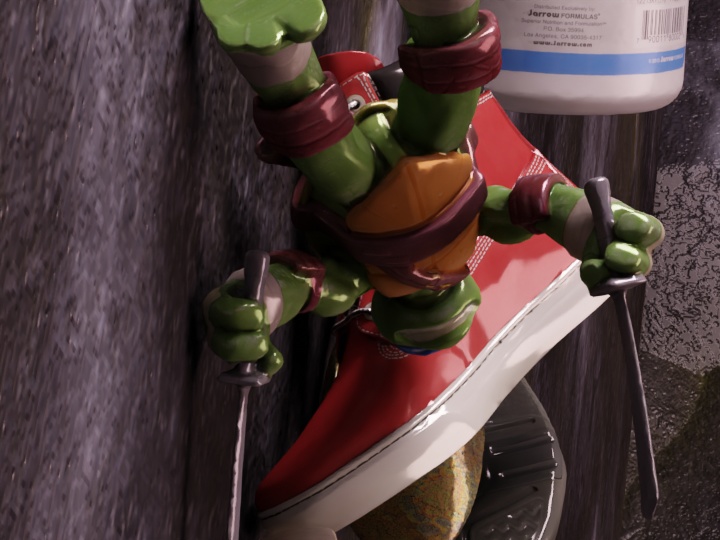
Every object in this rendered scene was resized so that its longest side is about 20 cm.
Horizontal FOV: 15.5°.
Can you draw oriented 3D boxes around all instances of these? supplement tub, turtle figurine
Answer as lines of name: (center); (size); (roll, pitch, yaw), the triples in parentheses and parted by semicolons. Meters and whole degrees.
supplement tub: (0.098, -0.182, 1.284); (0.132, 0.132, 0.200); (-46, 139, -75)
turtle figurine: (0.023, -0.011, 0.866); (0.194, 0.144, 0.200); (75, 23, -43)

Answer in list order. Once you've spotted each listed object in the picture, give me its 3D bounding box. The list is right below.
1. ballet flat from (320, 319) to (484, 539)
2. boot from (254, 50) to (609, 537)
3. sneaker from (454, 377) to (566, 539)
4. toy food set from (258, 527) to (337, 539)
ballet flat: (0.017, 0.022, 1.095); (0.071, 0.071, 0.200); (81, 11, -53)
boot: (0.000, 0.000, 1.011); (0.144, 0.072, 0.200); (52, 57, -10)
sneaker: (0.043, 0.096, 1.157); (0.199, 0.076, 0.114); (-107, -169, -51)
toy food set: (-0.015, 0.202, 0.990); (0.200, 0.060, 0.144); (80, 17, -58)
